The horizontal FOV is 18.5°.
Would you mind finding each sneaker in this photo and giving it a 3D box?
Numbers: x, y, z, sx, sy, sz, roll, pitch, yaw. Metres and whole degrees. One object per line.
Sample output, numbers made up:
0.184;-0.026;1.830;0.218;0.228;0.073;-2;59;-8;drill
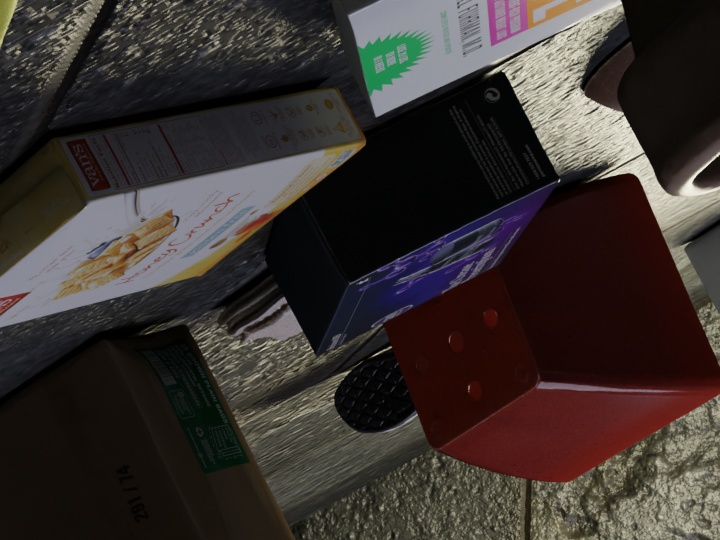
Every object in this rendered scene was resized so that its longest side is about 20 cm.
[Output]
0.068;0.093;2.115;0.200;0.072;0.083;-33;171;23;sneaker

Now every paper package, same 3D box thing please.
-0.159;0.165;1.437;0.190;0.200;0.103;-32;170;24;paper package

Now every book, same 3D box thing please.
0.083;-0.146;0.977;0.200;0.048;0.134;-27;167;-1;book

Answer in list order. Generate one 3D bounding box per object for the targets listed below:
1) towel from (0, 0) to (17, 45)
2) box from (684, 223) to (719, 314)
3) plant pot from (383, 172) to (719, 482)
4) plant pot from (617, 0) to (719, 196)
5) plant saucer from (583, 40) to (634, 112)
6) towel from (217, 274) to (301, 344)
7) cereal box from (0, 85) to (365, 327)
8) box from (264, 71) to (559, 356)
-0.162;-0.067;0.762;0.086;0.018;0.200;-30;171;-27;towel
0.531;0.001;2.578;0.200;0.199;0.171;-20;168;-43;box
0.135;0.054;1.776;0.176;0.200;0.200;-4;156;-44;plant pot
0.150;-0.146;0.745;0.200;0.175;0.200;-28;170;-5;plant pot
0.240;-0.150;1.425;0.200;0.037;0.200;-28;170;-5;plant saucer
0.000;0.000;1.533;0.132;0.035;0.200;-34;169;35;towel
-0.108;-0.027;1.051;0.144;0.040;0.200;-36;168;38;cereal box
0.026;-0.029;1.326;0.141;0.079;0.200;-24;170;-11;box
